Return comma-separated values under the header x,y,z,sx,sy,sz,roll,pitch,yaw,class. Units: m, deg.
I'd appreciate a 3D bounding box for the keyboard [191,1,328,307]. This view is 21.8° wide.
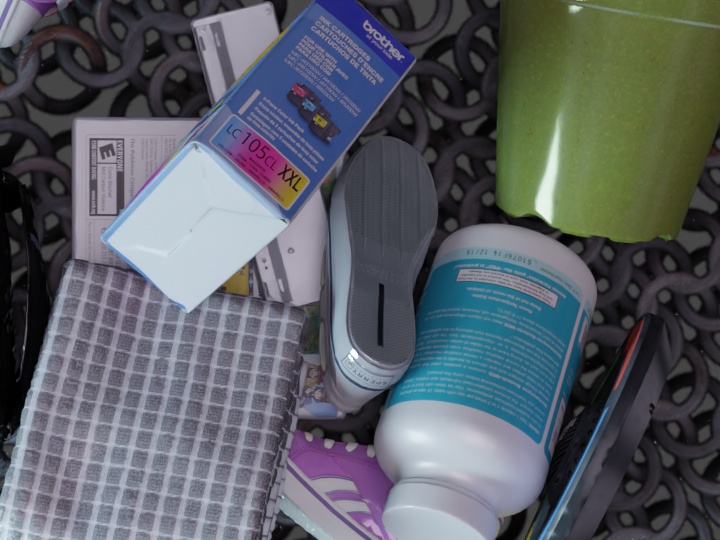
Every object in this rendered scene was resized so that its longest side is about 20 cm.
x,y,z,sx,sy,sz,roll,pitch,yaw,class
-0.060,-0.074,1.233,0.056,0.011,0.200,-15,91,-12,keyboard

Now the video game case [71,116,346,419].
x,y,z,sx,sy,sz,roll,pitch,yaw,class
-0.100,-0.001,1.242,0.182,0.022,0.201,0,89,-6,video game case

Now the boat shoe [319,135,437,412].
x,y,z,sx,sy,sz,roll,pitch,yaw,class
0.000,0.000,1.205,0.073,0.067,0.200,25,46,-15,boat shoe

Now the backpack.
x,y,z,sx,sy,sz,roll,pitch,yaw,class
-0.274,0.021,1.167,0.126,0.167,0.201,-6,94,13,backpack

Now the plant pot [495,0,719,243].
x,y,z,sx,sy,sz,roll,pitch,yaw,class
0.162,-0.122,1.203,0.200,0.200,0.190,8,102,-6,plant pot

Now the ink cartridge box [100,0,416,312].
x,y,z,sx,sy,sz,roll,pitch,yaw,class
-0.053,-0.084,1.137,0.076,0.136,0.200,44,50,-7,ink cartridge box

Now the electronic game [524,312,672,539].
x,y,z,sx,sy,sz,roll,pitch,yaw,class
0.142,0.118,1.179,0.042,0.200,0.200,26,87,5,electronic game

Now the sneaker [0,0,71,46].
x,y,z,sx,sy,sz,roll,pitch,yaw,class
-0.153,-0.203,1.205,0.114,0.073,0.201,39,86,-8,sneaker

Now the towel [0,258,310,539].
x,y,z,sx,sy,sz,roll,pitch,yaw,class
-0.125,0.096,1.146,0.165,0.086,0.200,9,70,5,towel

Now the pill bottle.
x,y,z,sx,sy,sz,roll,pitch,yaw,class
0.075,0.078,1.180,0.111,0.111,0.200,24,60,-6,pill bottle

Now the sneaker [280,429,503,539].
x,y,z,sx,sy,sz,roll,pitch,yaw,class
0.005,0.129,1.235,0.200,0.073,0.114,40,78,-10,sneaker
